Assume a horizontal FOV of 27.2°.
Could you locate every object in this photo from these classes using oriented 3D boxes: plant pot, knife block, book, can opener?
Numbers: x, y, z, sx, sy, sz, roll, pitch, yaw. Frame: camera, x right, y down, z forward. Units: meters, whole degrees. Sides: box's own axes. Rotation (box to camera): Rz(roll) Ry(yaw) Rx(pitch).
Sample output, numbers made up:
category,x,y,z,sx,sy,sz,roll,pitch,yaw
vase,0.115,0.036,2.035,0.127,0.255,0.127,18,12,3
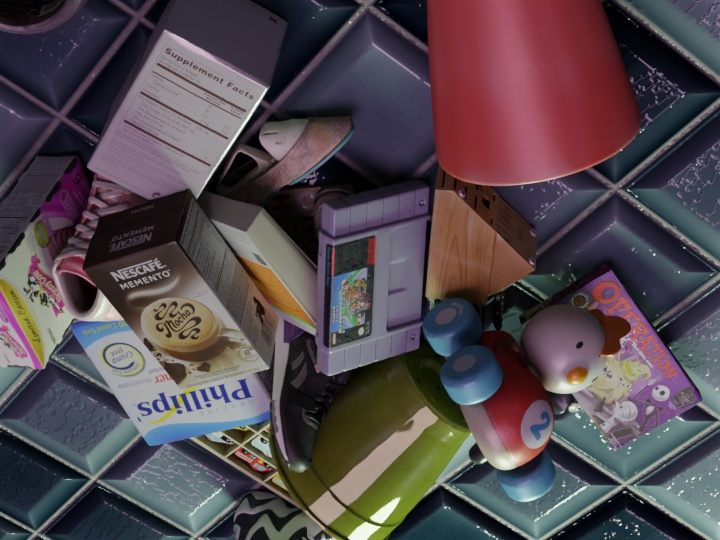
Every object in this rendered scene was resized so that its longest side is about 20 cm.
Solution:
category,x,y,z,sx,sy,sz,roll,pitch,yaw
plant pot,0.148,-0.201,1.371,0.200,0.201,0.178,-7,119,16
plant pot,0.029,0.187,1.741,0.200,0.201,0.193,38,115,-22
knife block,0.097,-0.011,1.620,0.175,0.064,0.200,-32,120,31
book,-0.111,-0.010,1.601,0.133,0.048,0.200,19,158,40
can opener,0.201,0.168,1.770,0.063,0.079,0.200,-8,147,-45

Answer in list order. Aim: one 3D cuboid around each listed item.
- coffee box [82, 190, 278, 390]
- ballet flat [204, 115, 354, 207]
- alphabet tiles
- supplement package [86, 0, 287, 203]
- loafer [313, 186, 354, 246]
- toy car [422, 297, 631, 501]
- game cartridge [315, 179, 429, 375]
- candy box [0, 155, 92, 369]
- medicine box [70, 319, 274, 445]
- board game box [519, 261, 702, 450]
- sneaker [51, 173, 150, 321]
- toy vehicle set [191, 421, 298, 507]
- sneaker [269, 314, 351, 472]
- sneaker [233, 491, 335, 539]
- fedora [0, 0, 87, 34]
category,x,y,z,sx,sy,sz,roll,pitch,yaw
coffee box,-0.183,0.024,1.544,0.113,0.080,0.200,-15,131,22
ballet flat,-0.093,-0.115,1.561,0.067,0.068,0.200,41,125,-20
alphabet tiles,-0.040,-0.015,1.679,0.167,0.008,0.200,-3,131,13
supplement package,-0.174,-0.175,1.487,0.117,0.117,0.200,27,130,-14
loafer,0.000,0.000,1.639,0.072,0.063,0.200,-10,129,19
toy car,0.198,0.105,1.578,0.200,0.177,0.185,-27,122,6
game cartridge,0.012,0.010,1.595,0.038,0.129,0.201,31,129,44
candy box,-0.345,-0.011,1.603,0.061,0.200,0.137,1,133,24
medicine box,-0.202,0.087,1.729,0.182,0.103,0.200,-14,123,22
board game box,0.282,0.099,1.670,0.120,0.032,0.200,-34,109,12
sneaker,-0.272,-0.038,1.584,0.075,0.105,0.201,12,101,20
toy vehicle set,-0.111,0.218,1.886,0.200,0.027,0.124,36,127,-21
sneaker,-0.052,0.125,1.675,0.087,0.201,0.076,-6,162,13
sneaker,-0.074,0.366,1.941,0.198,0.130,0.080,14,133,-3
fedora,-0.331,-0.322,1.403,0.176,0.091,0.200,-7,136,18
